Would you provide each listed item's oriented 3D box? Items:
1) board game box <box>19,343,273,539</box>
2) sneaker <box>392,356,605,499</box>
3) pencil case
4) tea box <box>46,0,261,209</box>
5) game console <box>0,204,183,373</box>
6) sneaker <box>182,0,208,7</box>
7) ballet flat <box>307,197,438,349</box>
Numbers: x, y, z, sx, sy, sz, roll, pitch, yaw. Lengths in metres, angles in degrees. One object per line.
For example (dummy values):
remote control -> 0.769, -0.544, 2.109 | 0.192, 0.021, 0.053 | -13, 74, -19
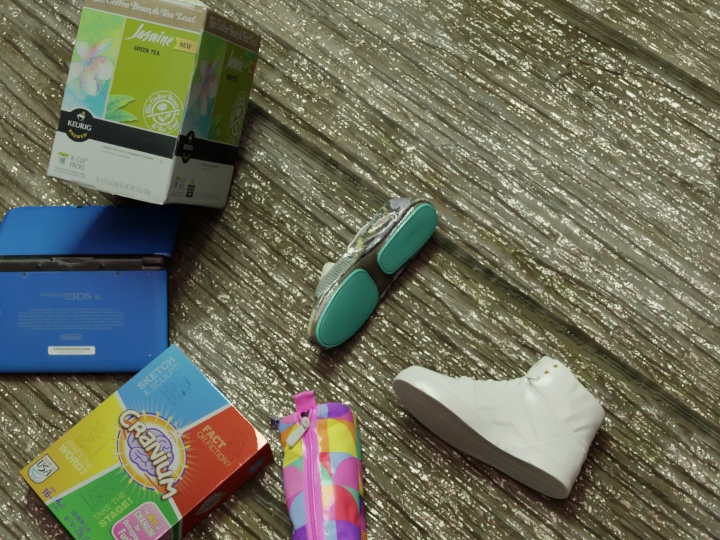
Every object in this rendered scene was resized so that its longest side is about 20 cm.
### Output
board game box -> -0.208, 0.190, 1.489 | 0.200, 0.040, 0.153 | -41, 65, -17
sneaker -> 0.139, 0.124, 1.486 | 0.199, 0.074, 0.116 | 30, 65, 9
pencil case -> -0.035, 0.221, 1.434 | 0.087, 0.089, 0.202 | -8, 61, 0
tea box -> -0.206, -0.174, 1.565 | 0.132, 0.200, 0.199 | 13, 94, 11
game console -> -0.290, 0.017, 1.606 | 0.198, 0.118, 0.173 | -1, 91, 5
sneaker -> -0.223, -0.225, 1.704 | 0.087, 0.076, 0.200 | 33, 68, 21
ballet flat -> 0.000, 0.000, 1.574 | 0.072, 0.072, 0.201 | 33, 68, 21
